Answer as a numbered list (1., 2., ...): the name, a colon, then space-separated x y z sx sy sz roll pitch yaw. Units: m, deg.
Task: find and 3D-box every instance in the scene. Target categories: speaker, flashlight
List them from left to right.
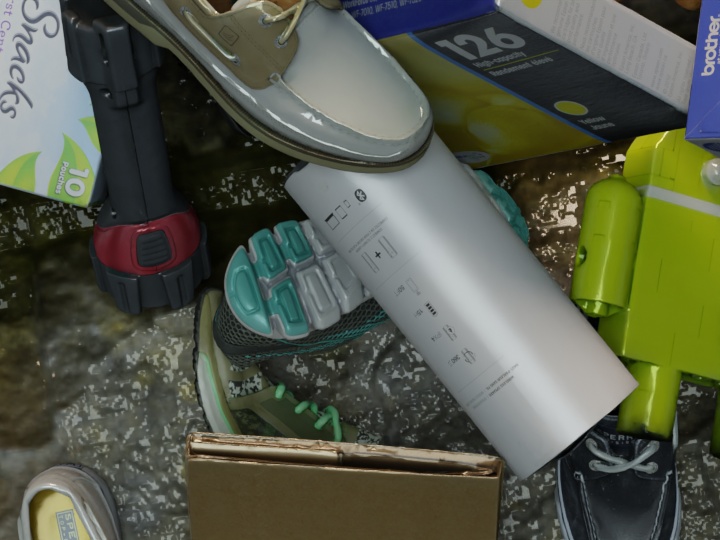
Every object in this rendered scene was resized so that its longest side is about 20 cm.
1. flashlight: -0.123 -0.070 1.308 0.067 0.068 0.201 16 135 25
2. speaker: 0.052 0.009 1.249 0.081 0.081 0.200 -40 86 5

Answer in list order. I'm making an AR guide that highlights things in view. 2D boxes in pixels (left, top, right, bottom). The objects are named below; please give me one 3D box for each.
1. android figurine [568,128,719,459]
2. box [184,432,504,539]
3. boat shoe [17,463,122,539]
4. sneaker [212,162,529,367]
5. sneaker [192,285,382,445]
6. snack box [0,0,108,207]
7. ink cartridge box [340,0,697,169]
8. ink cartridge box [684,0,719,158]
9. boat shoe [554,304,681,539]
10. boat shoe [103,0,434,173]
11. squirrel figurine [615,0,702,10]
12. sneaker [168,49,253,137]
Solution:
1. android figurine: 0.195 -0.002 1.312 0.181 0.041 0.201 16 81 -24
2. box: -0.008 0.168 1.298 0.163 0.021 0.201 3 131 4
3. boat shoe: -0.147 0.209 1.362 0.074 0.086 0.203 -13 90 6
4. sneaker: 0.000 0.000 1.333 0.199 0.091 0.078 -16 72 -31
5. sneaker: -0.035 0.096 1.363 0.088 0.077 0.201 -22 96 -4
6. snack box: -0.189 -0.150 1.372 0.142 0.053 0.201 15 93 3
7. ink cartridge box: 0.045 -0.115 1.242 0.199 0.197 0.047 22 74 -33
8. ink cartridge box: 0.239 -0.086 1.259 0.044 0.200 0.095 1 76 39
9. boat shoe: 0.143 0.087 1.340 0.071 0.068 0.201 2 92 5
10. boat shoe: -0.048 -0.121 1.193 0.200 0.068 0.075 33 57 5
11. squirrel figurine: 0.187 -0.236 1.266 0.141 0.187 0.201 1 92 5
12. sneaker: -0.070 -0.122 1.330 0.199 0.070 0.100 4 104 -19
